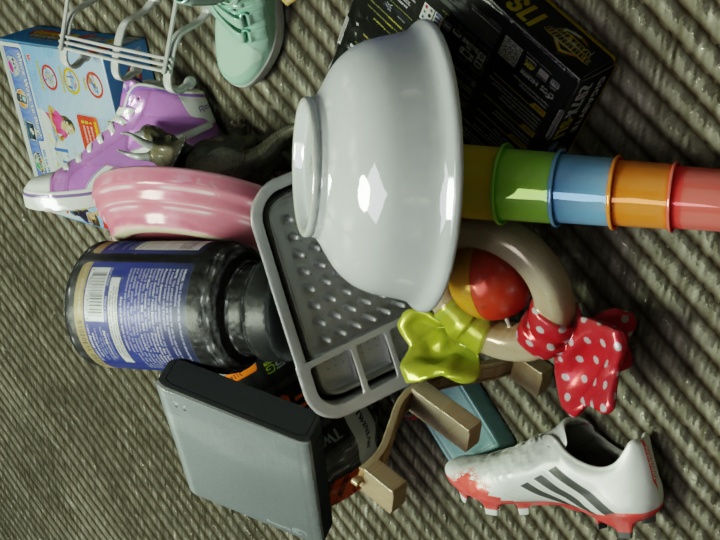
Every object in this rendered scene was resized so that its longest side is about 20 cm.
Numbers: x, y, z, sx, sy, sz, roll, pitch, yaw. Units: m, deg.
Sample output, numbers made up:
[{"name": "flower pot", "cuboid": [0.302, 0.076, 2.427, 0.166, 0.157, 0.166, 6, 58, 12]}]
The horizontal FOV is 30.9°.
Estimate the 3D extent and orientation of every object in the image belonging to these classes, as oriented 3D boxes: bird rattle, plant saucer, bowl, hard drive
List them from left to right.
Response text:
[{"name": "plant saucer", "cuboid": [-0.145, -0.039, 1.173, 0.200, 0.200, 0.051, -9, 68, 51]}, {"name": "hard drive", "cuboid": [-0.095, 0.160, 1.124, 0.139, 0.033, 0.201, 19, 148, 15]}, {"name": "bowl", "cuboid": [0.003, -0.072, 0.903, 0.201, 0.090, 0.203, 179, 90, -80]}, {"name": "plant saucer", "cuboid": [0.056, 0.082, 1.144, 0.070, 0.019, 0.201, -35, 86, 38]}, {"name": "bird rattle", "cuboid": [0.106, 0.030, 0.969, 0.199, 0.113, 0.164, 11, 136, 48]}]

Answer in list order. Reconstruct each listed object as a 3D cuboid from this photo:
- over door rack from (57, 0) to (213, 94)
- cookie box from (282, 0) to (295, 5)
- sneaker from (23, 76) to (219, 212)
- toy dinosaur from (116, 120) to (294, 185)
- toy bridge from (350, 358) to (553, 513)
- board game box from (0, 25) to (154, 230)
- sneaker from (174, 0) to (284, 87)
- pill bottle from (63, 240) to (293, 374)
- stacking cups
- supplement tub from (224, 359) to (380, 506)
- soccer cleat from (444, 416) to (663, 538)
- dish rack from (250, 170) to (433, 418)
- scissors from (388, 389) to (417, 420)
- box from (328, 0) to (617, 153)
[{"name": "over door rack", "cuboid": [-0.203, -0.273, 1.180, 0.147, 0.066, 0.202, 16, 112, 30]}, {"name": "cookie box", "cuboid": [-0.030, -0.302, 0.866, 0.199, 0.076, 0.171, -29, 120, 36]}, {"name": "sneaker", "cuboid": [-0.235, -0.125, 1.250, 0.073, 0.199, 0.115, -102, -1, -75]}, {"name": "toy dinosaur", "cuboid": [-0.115, -0.094, 1.164, 0.199, 0.102, 0.078, 11, 119, 41]}, {"name": "toy bridge", "cuboid": [0.064, 0.113, 1.018, 0.067, 0.199, 0.027, 35, 139, 30]}, {"name": "board game box", "cuboid": [-0.282, -0.147, 1.366, 0.195, 0.056, 0.202, 16, 124, 43]}, {"name": "sneaker", "cuboid": [-0.121, -0.225, 1.080, 0.074, 0.118, 0.201, 39, 139, 23]}, {"name": "pill bottle", "cuboid": [-0.143, 0.031, 1.107, 0.198, 0.112, 0.113, 1, 116, 28]}, {"name": "stacking cups", "cuboid": [0.152, -0.050, 0.882, 0.198, 0.061, 0.061, 9, 122, 22]}, {"name": "supplement tub", "cuboid": [-0.064, 0.117, 1.223, 0.122, 0.122, 0.201, -22, 102, 52]}, {"name": "soccer cleat", "cuboid": [0.153, 0.157, 1.057, 0.199, 0.068, 0.086, 5, 106, 42]}, {"name": "dish rack", "cuboid": [0.000, 0.000, 1.053, 0.043, 0.171, 0.202, 15, 125, 61]}, {"name": "scissors", "cuboid": [0.002, 0.057, 1.209, 0.200, 0.014, 0.073, 48, 143, 18]}, {"name": "box", "cuboid": [0.075, -0.152, 0.961, 0.200, 0.049, 0.160, 45, 142, 19]}]
